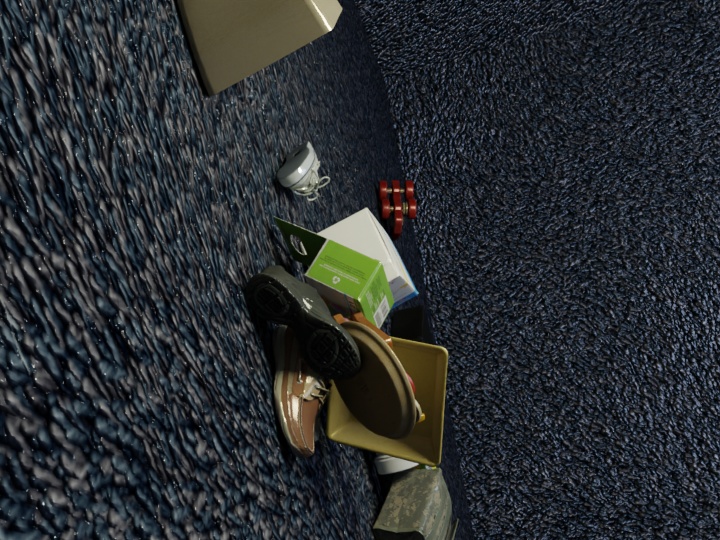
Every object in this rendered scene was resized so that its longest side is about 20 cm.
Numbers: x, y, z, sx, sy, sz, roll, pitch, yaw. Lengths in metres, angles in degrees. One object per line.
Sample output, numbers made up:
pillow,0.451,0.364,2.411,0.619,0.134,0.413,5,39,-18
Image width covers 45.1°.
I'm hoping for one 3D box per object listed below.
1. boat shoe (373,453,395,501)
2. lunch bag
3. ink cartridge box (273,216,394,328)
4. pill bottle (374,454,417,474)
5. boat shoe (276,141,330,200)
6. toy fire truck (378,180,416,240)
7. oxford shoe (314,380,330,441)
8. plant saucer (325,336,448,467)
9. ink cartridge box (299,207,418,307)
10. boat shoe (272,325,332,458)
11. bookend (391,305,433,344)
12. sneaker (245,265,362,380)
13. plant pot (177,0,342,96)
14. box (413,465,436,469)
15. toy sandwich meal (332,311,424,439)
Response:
boat shoe,0.076,0.410,1.774,0.074,0.075,0.202,-40,117,-83
lunch bag,0.116,0.508,1.658,0.164,0.116,0.202,-57,137,-52
ink cartridge box,-0.056,0.013,1.374,0.076,0.198,0.148,-59,157,-20
pill bottle,0.054,0.282,1.678,0.114,0.113,0.202,6,68,-80
boat shoe,-0.098,-0.167,1.557,0.086,0.074,0.202,55,9,-16
toy fire truck,0.115,-0.189,2.806,0.169,0.111,0.201,93,-6,-49
oxford shoe,-0.072,0.161,1.309,0.075,0.057,0.202,68,14,-51
plant saucer,0.045,0.190,1.368,0.048,0.198,0.202,-33,129,-61
ink cartridge box,0.000,0.000,1.616,0.146,0.146,0.200,64,6,16
boat shoe,-0.079,0.161,1.214,0.076,0.071,0.202,60,19,-59
bookend,0.155,0.235,2.431,0.199,0.091,0.202,-79,155,-65
sneaker,-0.067,0.065,1.202,0.200,0.076,0.091,48,22,-9
plant pot,-0.159,-0.392,1.235,0.178,0.198,0.200,60,15,-21
box,0.119,0.434,1.827,0.200,0.048,0.119,127,-47,-70
toy sandwich meal,0.025,0.149,1.257,0.205,0.070,0.207,35,-42,38
